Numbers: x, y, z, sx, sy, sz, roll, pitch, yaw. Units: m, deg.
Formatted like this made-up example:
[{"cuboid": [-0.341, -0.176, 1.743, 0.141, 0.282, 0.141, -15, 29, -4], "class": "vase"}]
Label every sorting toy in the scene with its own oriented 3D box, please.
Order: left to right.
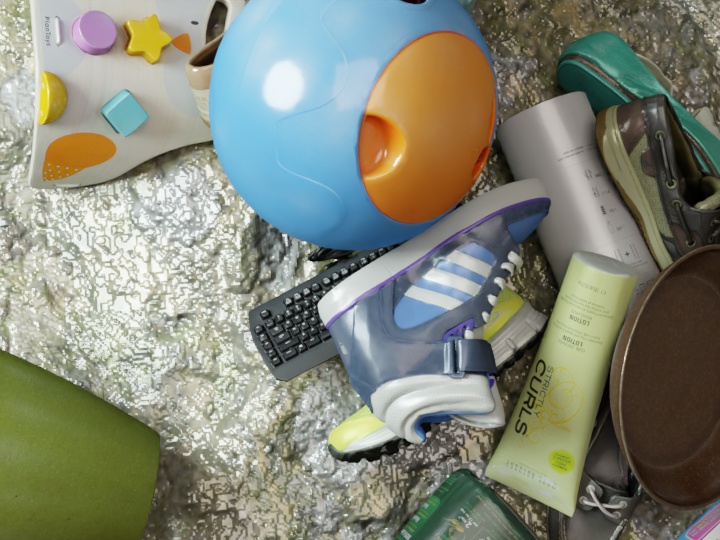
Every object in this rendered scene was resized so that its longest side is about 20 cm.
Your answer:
[{"cuboid": [-0.175, -0.175, 0.904, 0.180, 0.107, 0.200, -3, 82, -24], "class": "sorting toy"}]

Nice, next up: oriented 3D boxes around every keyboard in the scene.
[{"cuboid": [0.000, 0.000, 0.884, 0.200, 0.040, 0.104, -28, 51, -9], "class": "keyboard"}]

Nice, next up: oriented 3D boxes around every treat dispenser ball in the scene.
[{"cuboid": [-0.005, -0.114, 0.785, 0.200, 0.201, 0.201, 1, 82, -4], "class": "treat dispenser ball"}]

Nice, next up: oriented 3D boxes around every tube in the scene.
[{"cuboid": [0.157, 0.086, 0.860, 0.052, 0.058, 0.200, 8, 109, -23], "class": "tube"}]

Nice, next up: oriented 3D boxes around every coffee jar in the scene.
[{"cuboid": [0.042, 0.252, 0.851, 0.200, 0.085, 0.104, -42, 90, -9], "class": "coffee jar"}]

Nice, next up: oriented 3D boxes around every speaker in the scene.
[{"cuboid": [0.180, -0.039, 0.905, 0.081, 0.081, 0.200, -21, 84, -7], "class": "speaker"}]

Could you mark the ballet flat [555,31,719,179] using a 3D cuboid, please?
[{"cuboid": [0.251, -0.125, 0.933, 0.200, 0.067, 0.070, 44, 67, 1], "class": "ballet flat"}]

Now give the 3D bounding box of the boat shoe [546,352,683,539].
[{"cuboid": [0.201, 0.142, 0.892, 0.067, 0.057, 0.200, 23, 81, -1], "class": "boat shoe"}]

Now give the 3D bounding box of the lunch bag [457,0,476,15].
[{"cuboid": [0.073, -0.278, 0.890, 0.077, 0.160, 0.200, 15, 80, -2], "class": "lunch bag"}]

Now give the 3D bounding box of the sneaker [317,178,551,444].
[{"cuboid": [0.083, 0.039, 0.822, 0.200, 0.081, 0.147, -30, 78, -9], "class": "sneaker"}]

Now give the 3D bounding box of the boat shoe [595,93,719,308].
[{"cuboid": [0.254, -0.048, 0.879, 0.200, 0.065, 0.073, 51, 42, -22], "class": "boat shoe"}]

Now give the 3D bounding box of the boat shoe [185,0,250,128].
[{"cuboid": [-0.055, -0.192, 0.890, 0.071, 0.065, 0.200, 20, 56, 37], "class": "boat shoe"}]

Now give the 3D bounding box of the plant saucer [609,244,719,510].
[{"cuboid": [0.250, 0.079, 0.856, 0.200, 0.037, 0.201, -6, 100, -36], "class": "plant saucer"}]

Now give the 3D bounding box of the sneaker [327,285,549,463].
[{"cuboid": [0.047, 0.073, 0.889, 0.200, 0.078, 0.090, -36, 78, -14], "class": "sneaker"}]

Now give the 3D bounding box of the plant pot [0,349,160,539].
[{"cuboid": [-0.253, 0.143, 0.813, 0.200, 0.187, 0.187, 14, 81, -17], "class": "plant pot"}]

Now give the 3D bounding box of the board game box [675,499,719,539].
[{"cuboid": [0.374, 0.213, 0.904, 0.200, 0.040, 0.153, -39, 87, -8], "class": "board game box"}]
